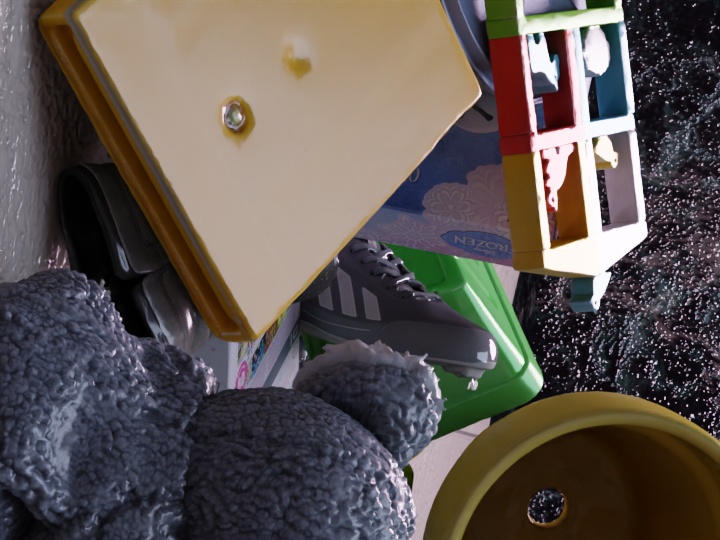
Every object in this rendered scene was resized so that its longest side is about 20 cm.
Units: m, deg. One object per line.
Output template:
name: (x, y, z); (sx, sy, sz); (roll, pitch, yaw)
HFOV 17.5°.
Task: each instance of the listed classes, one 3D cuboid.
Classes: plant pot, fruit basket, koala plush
plant pot: (0.127, 0.162, 1.393); (0.189, 0.199, 0.202); (-134, -129, -78)
fruit basket: (0.025, 0.050, 1.497); (0.216, 0.155, 0.217); (-22, 90, -88)
koala plush: (-0.069, 0.093, 0.964); (0.185, 0.199, 0.178); (88, 16, -46)

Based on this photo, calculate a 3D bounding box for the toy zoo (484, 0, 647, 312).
toy zoo: (0.113, -0.077, 1.266); (0.131, 0.020, 0.202); (-14, 99, -58)

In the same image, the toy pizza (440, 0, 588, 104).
toy pizza: (0.076, -0.189, 1.268); (0.200, 0.032, 0.202); (11, 77, -57)

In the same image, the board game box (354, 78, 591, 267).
board game box: (0.031, -0.109, 1.343); (0.043, 0.199, 0.200); (89, 13, -60)

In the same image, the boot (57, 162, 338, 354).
boot: (-0.087, -0.058, 1.077); (0.130, 0.067, 0.201); (-24, 99, -45)

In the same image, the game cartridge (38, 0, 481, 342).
game cartridge: (-0.039, -0.097, 1.070); (0.200, 0.032, 0.177); (-48, 122, -37)

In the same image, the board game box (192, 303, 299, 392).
board game box: (-0.079, 0.037, 1.250); (0.148, 0.064, 0.201); (-64, 161, -59)

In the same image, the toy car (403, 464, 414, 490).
toy car: (0.007, 0.226, 1.437); (0.200, 0.157, 0.165); (35, 55, -42)

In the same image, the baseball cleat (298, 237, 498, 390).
baseball cleat: (0.000, 0.000, 1.333); (0.070, 0.199, 0.107); (13, 91, -53)
